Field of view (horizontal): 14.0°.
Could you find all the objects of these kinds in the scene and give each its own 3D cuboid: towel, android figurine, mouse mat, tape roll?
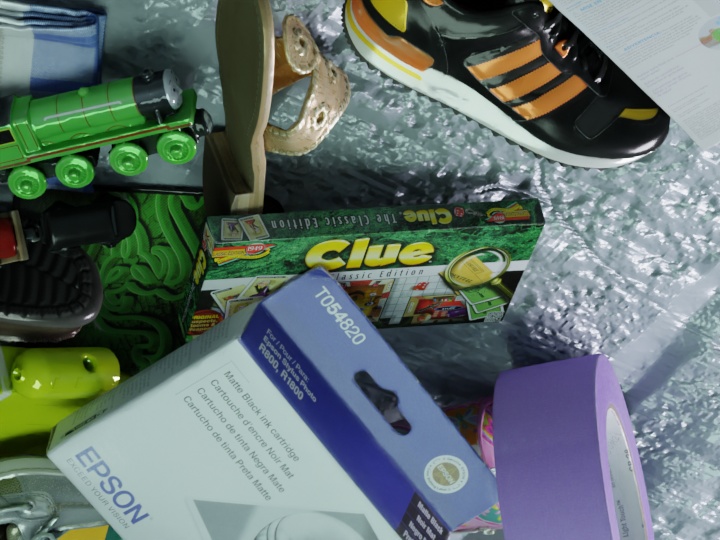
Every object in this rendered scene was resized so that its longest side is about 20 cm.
[{"bbox_3d":[-0.245,-0.101,1.648,0.199,0.024,0.147,5,137,-5],"label":"towel"},{"bbox_3d":[-0.230,0.085,1.757,0.182,0.041,0.200,-29,159,35],"label":"android figurine"},{"bbox_3d":[-0.130,0.021,1.785,0.160,0.008,0.200,3,135,-3],"label":"mouse mat"},{"bbox_3d":[0.134,0.154,1.781,0.065,0.201,0.200,-10,135,11],"label":"tape roll"}]

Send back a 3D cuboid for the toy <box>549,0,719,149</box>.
[{"bbox_3d":[0.176,-0.154,1.571,0.115,0.047,0.200,-30,131,24],"label":"toy"}]

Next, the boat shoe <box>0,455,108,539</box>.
[{"bbox_3d":[-0.235,0.155,1.776,0.201,0.065,0.074,-4,161,-20],"label":"boat shoe"}]

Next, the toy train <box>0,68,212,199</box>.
[{"bbox_3d":[-0.181,-0.072,1.638,0.199,0.042,0.057,-13,128,13],"label":"toy train"}]

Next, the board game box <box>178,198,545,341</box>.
[{"bbox_3d":[0.000,0.000,1.708,0.199,0.024,0.105,-4,144,-16],"label":"board game box"}]

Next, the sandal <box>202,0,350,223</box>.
[{"bbox_3d":[-0.041,-0.095,1.632,0.069,0.078,0.212,-10,145,-17],"label":"sandal"}]

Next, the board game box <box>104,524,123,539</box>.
[{"bbox_3d":[-0.046,0.211,1.828,0.152,0.045,0.200,-21,116,19],"label":"board game box"}]

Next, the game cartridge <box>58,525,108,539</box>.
[{"bbox_3d":[-0.164,0.193,1.928,0.176,0.033,0.200,-26,134,30],"label":"game cartridge"}]

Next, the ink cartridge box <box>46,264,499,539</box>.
[{"bbox_3d":[-0.047,0.121,1.725,0.200,0.041,0.200,-32,113,19],"label":"ink cartridge box"}]

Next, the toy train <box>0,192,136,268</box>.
[{"bbox_3d":[-0.223,-0.013,1.672,0.199,0.046,0.034,-11,94,-16],"label":"toy train"}]

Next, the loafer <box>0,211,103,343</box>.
[{"bbox_3d":[-0.249,0.008,1.733,0.199,0.073,0.071,9,146,3],"label":"loafer"}]

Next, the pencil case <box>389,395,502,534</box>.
[{"bbox_3d":[0.007,0.141,1.852,0.199,0.088,0.088,-14,134,16],"label":"pencil case"}]

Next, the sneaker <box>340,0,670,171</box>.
[{"bbox_3d":[0.094,-0.122,1.587,0.200,0.070,0.090,22,136,-18],"label":"sneaker"}]
